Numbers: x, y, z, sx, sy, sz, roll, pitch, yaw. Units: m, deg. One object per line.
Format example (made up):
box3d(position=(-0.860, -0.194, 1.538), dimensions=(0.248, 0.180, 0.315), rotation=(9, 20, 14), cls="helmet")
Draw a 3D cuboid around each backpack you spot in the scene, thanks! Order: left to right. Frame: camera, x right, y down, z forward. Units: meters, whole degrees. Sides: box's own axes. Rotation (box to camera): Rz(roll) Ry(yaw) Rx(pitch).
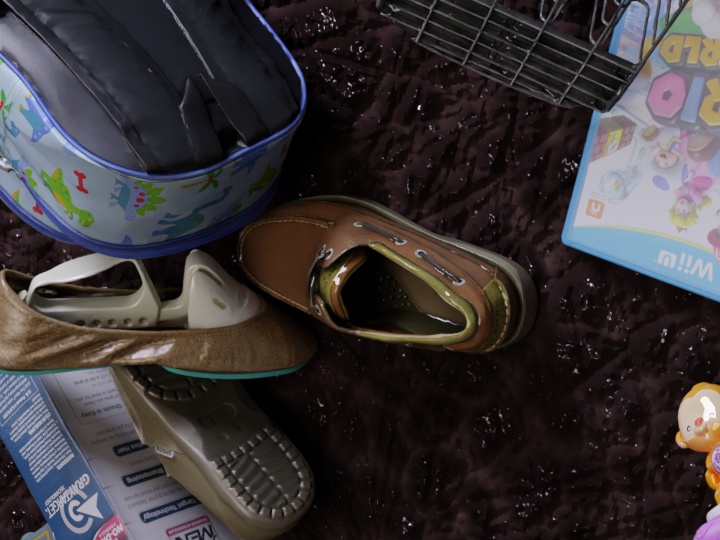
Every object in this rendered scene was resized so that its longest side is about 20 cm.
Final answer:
box3d(position=(-0.137, -0.102, 0.988), dimensions=(0.200, 0.183, 0.147), rotation=(48, 143, 20), cls="backpack")

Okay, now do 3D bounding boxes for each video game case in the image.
box3d(position=(0.188, -0.086, 0.858), dimensions=(0.143, 0.018, 0.201), rotation=(22, 109, 30), cls="video game case")

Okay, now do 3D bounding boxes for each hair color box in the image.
box3d(position=(-0.161, 0.113, 1.079), dimensions=(0.061, 0.100, 0.200), rotation=(-41, 73, 32), cls="hair color box")

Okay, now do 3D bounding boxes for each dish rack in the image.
box3d(position=(0.094, -0.159, 0.815), dimensions=(0.153, 0.055, 0.200), rotation=(25, 149, -2), cls="dish rack")

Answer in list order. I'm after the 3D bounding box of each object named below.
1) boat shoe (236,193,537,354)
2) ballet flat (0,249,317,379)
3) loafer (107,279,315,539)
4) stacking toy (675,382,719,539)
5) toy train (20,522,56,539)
box3d(position=(0.000, 0.000, 0.970), dimensions=(0.200, 0.068, 0.072), rotation=(11, 104, 34), cls="boat shoe")
box3d(position=(-0.123, 0.023, 0.999), dimensions=(0.199, 0.068, 0.073), rotation=(2, 117, -6), cls="ballet flat")
box3d(position=(-0.105, 0.091, 1.049), dimensions=(0.200, 0.076, 0.068), rotation=(53, 144, 27), cls="loafer")
box3d(position=(0.207, 0.145, 0.840), dimensions=(0.116, 0.110, 0.200), rotation=(-37, 65, 35), cls="stacking toy")
box3d(position=(-0.210, 0.230, 1.145), dimensions=(0.200, 0.085, 0.114), rotation=(-37, 66, 32), cls="toy train")
